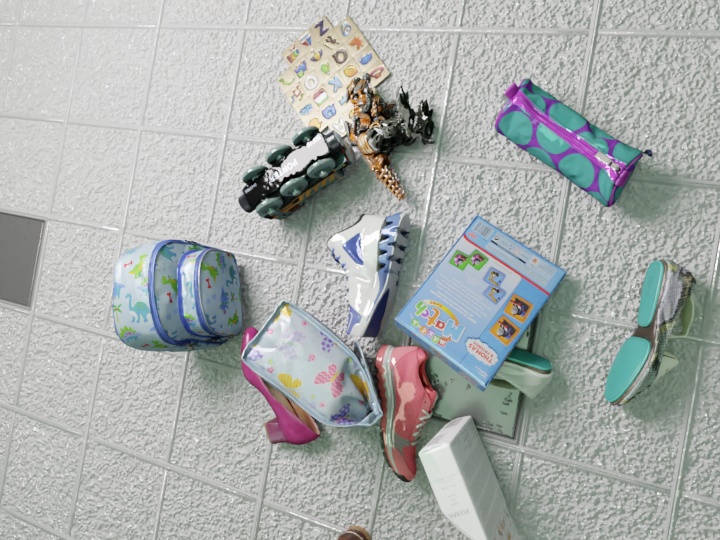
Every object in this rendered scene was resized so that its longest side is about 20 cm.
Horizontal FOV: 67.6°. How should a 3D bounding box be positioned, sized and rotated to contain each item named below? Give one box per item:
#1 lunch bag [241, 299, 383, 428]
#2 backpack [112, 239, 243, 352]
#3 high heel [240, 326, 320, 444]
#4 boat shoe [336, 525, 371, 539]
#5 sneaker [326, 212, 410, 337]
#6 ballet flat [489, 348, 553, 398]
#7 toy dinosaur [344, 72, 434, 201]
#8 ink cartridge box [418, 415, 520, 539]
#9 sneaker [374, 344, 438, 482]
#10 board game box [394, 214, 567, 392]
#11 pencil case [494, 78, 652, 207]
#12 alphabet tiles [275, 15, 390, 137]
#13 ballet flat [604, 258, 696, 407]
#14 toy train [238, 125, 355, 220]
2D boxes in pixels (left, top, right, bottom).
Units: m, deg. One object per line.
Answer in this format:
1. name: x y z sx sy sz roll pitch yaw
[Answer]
1. lunch bag: -0.054 0.144 0.777 0.199 0.170 0.127 39 80 5
2. backpack: -0.286 0.037 0.867 0.145 0.200 0.186 -8 83 19
3. high heel: -0.126 0.182 0.869 0.095 0.067 0.202 -15 96 28
4. boat shoe: -0.003 0.496 0.803 0.070 0.070 0.202 -18 82 17
5. sneaker: 0.000 -0.001 0.836 0.114 0.080 0.202 14 85 24
6. ballet flat: 0.171 0.126 0.771 0.198 0.069 0.070 23 94 19
7. toy dinosaur: 0.040 -0.213 0.838 0.135 0.102 0.202 -20 101 32
8. ink cartridge box: 0.152 0.309 0.709 0.050 0.161 0.202 -23 79 19
9. sneaker: 0.074 0.208 0.792 0.086 0.074 0.203 -8 84 18
10. board game box: 0.166 0.040 0.749 0.151 0.037 0.200 36 74 18
11. pencil case: 0.281 -0.177 0.732 0.200 0.092 0.085 41 100 19
12. alphabet tiles: -0.049 -0.326 0.908 0.166 0.006 0.201 -36 75 14
13. ballet flat: 0.382 0.089 0.693 0.071 0.072 0.203 19 94 20
14. toy train: -0.100 -0.151 0.853 0.199 0.114 0.086 -32 78 19
